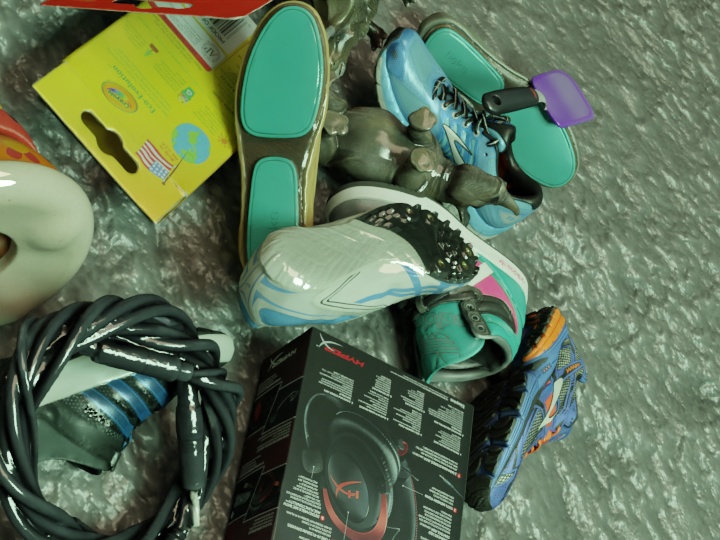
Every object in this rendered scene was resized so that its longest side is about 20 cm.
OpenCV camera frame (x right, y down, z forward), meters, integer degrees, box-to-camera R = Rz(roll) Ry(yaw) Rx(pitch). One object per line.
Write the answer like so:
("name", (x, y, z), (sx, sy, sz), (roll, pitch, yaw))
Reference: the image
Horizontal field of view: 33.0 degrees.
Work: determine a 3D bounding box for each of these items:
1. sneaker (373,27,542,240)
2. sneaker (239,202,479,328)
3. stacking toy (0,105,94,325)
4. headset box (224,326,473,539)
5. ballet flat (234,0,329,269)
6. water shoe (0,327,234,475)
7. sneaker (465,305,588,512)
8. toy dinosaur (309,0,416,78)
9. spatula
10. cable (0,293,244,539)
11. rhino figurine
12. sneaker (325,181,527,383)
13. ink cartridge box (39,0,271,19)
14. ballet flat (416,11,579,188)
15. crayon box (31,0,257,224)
("sneaker", (0.088, -0.122, 1.015), (0.201, 0.089, 0.079), (53, 45, -22))
("sneaker", (0.000, 0.000, 0.860), (0.197, 0.073, 0.073), (-7, 61, -37))
("stacking toy", (-0.258, -0.075, 0.737), (0.144, 0.147, 0.202), (-5, 54, -39))
("headset box", (-0.008, 0.164, 0.825), (0.147, 0.075, 0.203), (26, 54, -25))
("ballet flat", (-0.059, -0.091, 0.882), (0.067, 0.063, 0.204), (8, 95, 2))
("water shoe", (-0.164, 0.084, 0.764), (0.198, 0.071, 0.080), (-12, 103, -43))
("sneaker", (0.136, 0.115, 0.967), (0.079, 0.075, 0.201), (46, 49, -13))
("toy dinosaur", (-0.018, -0.243, 0.991), (0.102, 0.077, 0.202), (20, 40, -45))
("spatula", (0.148, -0.146, 1.037), (0.199, 0.020, 0.057), (-15, 73, -60))
("cable", (-0.137, 0.096, 0.706), (0.164, 0.050, 0.202), (-49, 135, -25))
("rhino figurine", (0.038, -0.088, 0.959), (0.197, 0.088, 0.061), (24, 71, -5))
("sneaker", (0.052, 0.023, 0.944), (0.198, 0.083, 0.122), (29, 43, -25))
("ink cartridge box", (-0.116, -0.236, 0.875), (0.200, 0.159, 0.051), (-51, 144, -55))
("ballet flat", (0.127, -0.159, 1.108), (0.200, 0.067, 0.064), (43, 18, -16))
("crayon box", (-0.142, -0.126, 0.885), (0.127, 0.051, 0.200), (48, 47, -8))
